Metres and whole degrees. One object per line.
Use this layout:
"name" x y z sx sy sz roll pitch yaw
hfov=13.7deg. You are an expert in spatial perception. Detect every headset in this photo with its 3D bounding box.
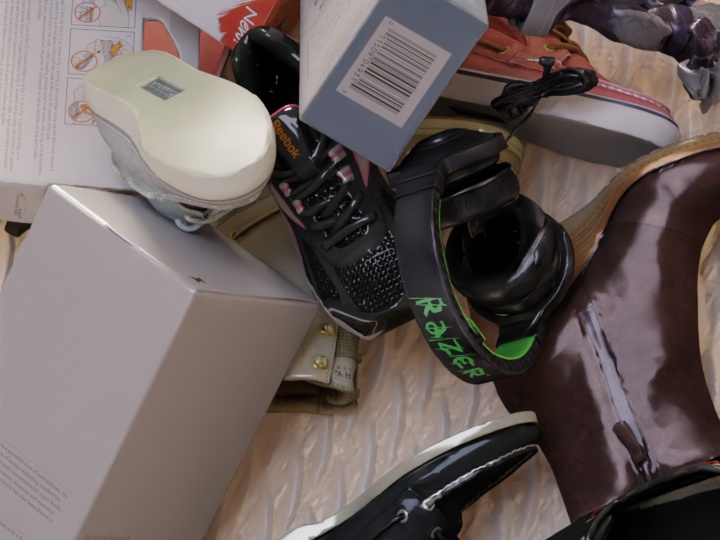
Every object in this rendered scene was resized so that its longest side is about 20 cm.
"headset" 0.076 -0.032 1.595 0.094 0.124 0.200 -17 38 26

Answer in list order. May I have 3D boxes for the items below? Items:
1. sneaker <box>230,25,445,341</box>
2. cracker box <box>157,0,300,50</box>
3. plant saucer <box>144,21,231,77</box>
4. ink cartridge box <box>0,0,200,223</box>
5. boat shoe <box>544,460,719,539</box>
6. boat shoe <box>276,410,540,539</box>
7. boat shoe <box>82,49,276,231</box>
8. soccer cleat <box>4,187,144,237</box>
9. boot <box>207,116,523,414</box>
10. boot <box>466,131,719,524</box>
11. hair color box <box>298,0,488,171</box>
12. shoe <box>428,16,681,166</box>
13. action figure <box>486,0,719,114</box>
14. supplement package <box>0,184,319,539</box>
"sneaker" -0.026 -0.051 1.645 0.080 0.086 0.200 -36 58 9
"cracker box" -0.104 -0.232 1.759 0.200 0.058 0.134 33 107 14
"plant saucer" -0.146 -0.184 1.859 0.199 0.037 0.200 8 63 23
"ink cartridge box" -0.184 -0.119 1.779 0.176 0.045 0.200 5 55 -7
"boat shoe" 0.134 0.151 1.553 0.201 0.063 0.074 -27 61 33
"boat shoe" 0.021 0.148 1.616 0.199 0.074 0.066 -31 72 10
"boat shoe" -0.092 -0.063 1.639 0.070 0.072 0.201 -24 27 -15
"soccer cleat" -0.156 -0.040 1.778 0.200 0.070 0.086 34 80 30
"boot" 0.000 0.000 1.702 0.200 0.072 0.155 -11 61 20
"boot" 0.167 0.031 1.636 0.200 0.072 0.167 -30 66 7
"hair color box" 0.016 -0.143 1.635 0.099 0.061 0.200 -55 15 20
"shoe" 0.102 -0.123 1.724 0.200 0.071 0.091 14 76 30
"action figure" 0.160 -0.139 1.667 0.130 0.200 0.069 -108 36 -62
"supplement package" -0.136 0.071 1.645 0.121 0.120 0.200 35 106 31
